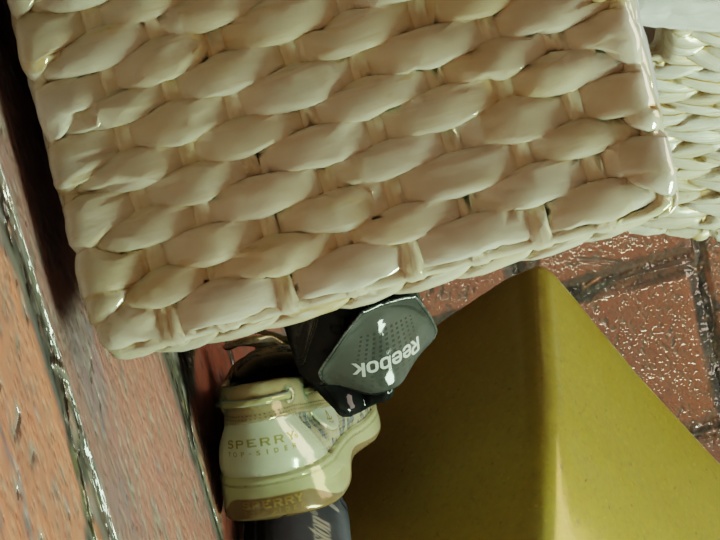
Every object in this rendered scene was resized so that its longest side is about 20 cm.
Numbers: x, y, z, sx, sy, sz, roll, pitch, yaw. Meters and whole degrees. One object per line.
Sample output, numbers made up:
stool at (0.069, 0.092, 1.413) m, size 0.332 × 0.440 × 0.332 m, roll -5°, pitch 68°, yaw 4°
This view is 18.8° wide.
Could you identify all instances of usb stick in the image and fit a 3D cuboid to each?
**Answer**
usb stick at (-0.026, 0.134, 0.954) m, size 0.200 × 0.055 × 0.033 m, roll -101°, pitch -145°, yaw -74°

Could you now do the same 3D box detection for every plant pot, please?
plant pot at (0.076, 0.162, 1.107) m, size 0.196 × 0.194 × 0.200 m, roll 46°, pitch 23°, yaw -25°

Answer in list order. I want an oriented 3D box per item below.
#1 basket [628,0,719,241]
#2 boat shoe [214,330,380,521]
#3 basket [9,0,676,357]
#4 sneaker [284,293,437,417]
basket at (0.097, -0.138, 0.943) m, size 0.161 × 0.197 × 0.201 m, roll 93°, pitch 1°, yaw -53°
boat shoe at (-0.031, 0.059, 1.011) m, size 0.200 × 0.073 × 0.063 m, roll -92°, pitch 171°, yaw -80°
basket at (-0.012, -0.093, 0.708) m, size 0.161 × 0.199 × 0.200 m, roll -62°, pitch 137°, yaw -80°
sneaker at (0.000, 0.000, 0.885) m, size 0.200 × 0.066 × 0.091 m, roll 98°, pitch -29°, yaw -64°
